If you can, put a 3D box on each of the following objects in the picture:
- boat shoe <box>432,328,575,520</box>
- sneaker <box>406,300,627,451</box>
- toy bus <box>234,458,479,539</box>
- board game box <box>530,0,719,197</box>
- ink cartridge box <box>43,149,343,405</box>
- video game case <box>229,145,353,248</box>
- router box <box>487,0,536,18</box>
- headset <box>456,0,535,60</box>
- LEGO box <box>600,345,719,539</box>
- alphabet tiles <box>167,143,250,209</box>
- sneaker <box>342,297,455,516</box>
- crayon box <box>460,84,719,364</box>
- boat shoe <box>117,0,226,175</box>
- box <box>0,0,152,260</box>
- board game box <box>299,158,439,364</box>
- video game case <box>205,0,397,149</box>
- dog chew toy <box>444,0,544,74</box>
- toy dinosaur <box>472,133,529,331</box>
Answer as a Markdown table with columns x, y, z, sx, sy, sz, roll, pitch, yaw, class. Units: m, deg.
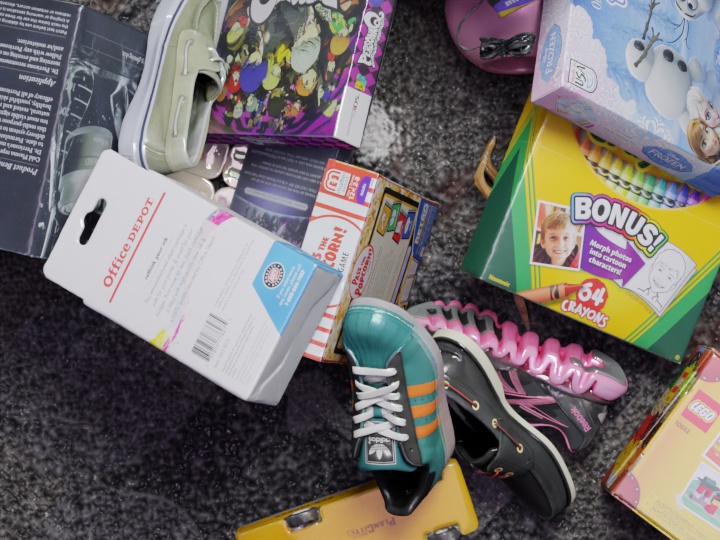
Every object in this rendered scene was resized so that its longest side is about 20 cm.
| x | y | z | sx | sy | sz | roll | pitch | yaw | class |
| --- | --- | --- | --- | --- | --- | --- | --- | --- | --- |
| 0.107 | 0.140 | 1.595 | 0.202 | 0.073 | 0.063 | 52 | 57 | -26 | boat shoe |
| 0.121 | 0.094 | 1.629 | 0.198 | 0.079 | 0.096 | 22 | 111 | 5 | sneaker |
| -0.003 | 0.218 | 1.620 | 0.198 | 0.078 | 0.066 | -19 | 89 | 1 | toy bus |
| 0.235 | -0.189 | 1.554 | 0.198 | 0.043 | 0.202 | 23 | 63 | -28 | board game box |
| -0.128 | 0.003 | 1.459 | 0.199 | 0.068 | 0.116 | 30 | 93 | 19 | ink cartridge box |
| -0.065 | -0.054 | 1.583 | 0.019 | 0.142 | 0.202 | 15 | 92 | -34 | video game case |
| 0.122 | -0.316 | 1.459 | 0.157 | 0.052 | 0.200 | 49 | 58 | -14 | router box |
| 0.093 | -0.264 | 1.488 | 0.123 | 0.094 | 0.202 | -13 | 101 | -30 | headset |
| 0.326 | 0.182 | 1.617 | 0.199 | 0.077 | 0.149 | 37 | 90 | 1 | LEGO box |
| -0.115 | -0.094 | 1.653 | 0.194 | 0.015 | 0.202 | 20 | 91 | 1 | alphabet tiles |
| 0.026 | 0.111 | 1.497 | 0.071 | 0.201 | 0.080 | 3 | 46 | 25 | sneaker |
| 0.207 | -0.040 | 1.599 | 0.199 | 0.058 | 0.174 | 22 | 91 | -19 | crayon box |
| -0.139 | -0.152 | 1.550 | 0.061 | 0.072 | 0.201 | 1 | 56 | 17 | boat shoe |
| -0.251 | -0.110 | 1.551 | 0.123 | 0.200 | 0.199 | 14 | 91 | 19 | box |
| 0.000 | 0.000 | 1.557 | 0.046 | 0.200 | 0.153 | 18 | 90 | 16 | board game box |
| -0.056 | -0.192 | 1.565 | 0.036 | 0.199 | 0.183 | 20 | 81 | -43 | video game case |
| 0.130 | -0.269 | 1.602 | 0.123 | 0.125 | 0.202 | -2 | 82 | 1 | dog chew toy |
| 0.144 | -0.061 | 1.628 | 0.106 | 0.060 | 0.201 | 27 | 91 | -1 | toy dinosaur |
